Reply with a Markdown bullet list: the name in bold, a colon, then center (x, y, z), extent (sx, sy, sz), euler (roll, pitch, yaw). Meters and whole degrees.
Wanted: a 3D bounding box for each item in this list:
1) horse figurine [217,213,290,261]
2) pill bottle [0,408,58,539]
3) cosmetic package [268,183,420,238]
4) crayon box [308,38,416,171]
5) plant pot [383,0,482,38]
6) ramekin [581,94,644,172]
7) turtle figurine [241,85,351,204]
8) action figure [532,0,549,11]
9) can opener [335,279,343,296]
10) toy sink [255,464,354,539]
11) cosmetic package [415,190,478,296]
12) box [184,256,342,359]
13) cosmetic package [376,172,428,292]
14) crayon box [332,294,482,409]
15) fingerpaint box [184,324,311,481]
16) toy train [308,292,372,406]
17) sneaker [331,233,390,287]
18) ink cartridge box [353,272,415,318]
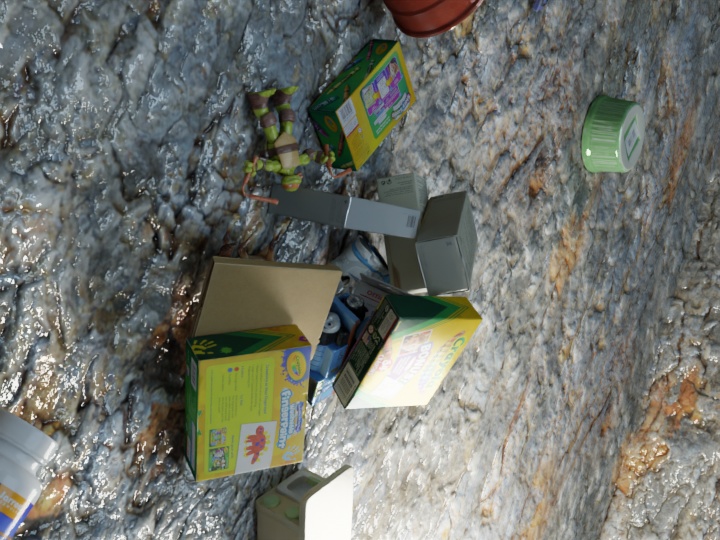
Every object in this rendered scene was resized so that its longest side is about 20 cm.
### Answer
- **horse figurine**: center (-0.161, -0.015, 1.353), extent (0.200, 0.050, 0.133), euler (-2, 119, -63)
- **pill bottle**: center (-0.426, 0.257, 1.019), extent (0.200, 0.112, 0.112), euler (-59, 142, -23)
- **cosmetic package**: center (-0.023, -0.092, 1.445), extent (0.200, 0.150, 0.052), euler (5, 98, -55)
- **crayon box**: center (0.007, -0.271, 1.509), extent (0.200, 0.058, 0.119), euler (-53, 139, -31)
- **plant pot**: center (0.078, -0.500, 1.432), extent (0.195, 0.200, 0.201), euler (32, 74, -46)
- **ramekin**: center (0.653, -0.346, 2.374), extent (0.200, 0.097, 0.201), euler (-23, 119, -50)
- **turtle figurine**: center (-0.107, -0.185, 1.355), extent (0.200, 0.064, 0.162), euler (-16, 99, -36)
- **action figure**: center (0.404, -0.655, 1.950), extent (0.193, 0.105, 0.200), euler (-10, 137, -47)
- **can opener**: center (-0.103, 0.068, 1.463), extent (0.053, 0.066, 0.200), euler (46, 60, -2)
- **toy sink**: center (-0.096, 0.415, 1.548), extent (0.130, 0.112, 0.201), euler (-27, 127, -48)
- **cosmetic package**: center (0.149, -0.049, 1.561), extent (0.200, 0.073, 0.104), euler (-64, 142, -62)
- **box**: center (-0.137, 0.058, 1.328), extent (0.199, 0.021, 0.164), euler (4, 120, -29)
- **cosmetic package**: center (0.084, -0.061, 1.604), extent (0.105, 0.071, 0.201), euler (12, 70, -73)
- **crayon box**: center (0.074, 0.131, 1.468), extent (0.172, 0.058, 0.200), euler (4, 129, -36)
- **fingerpaint box**: center (-0.164, 0.188, 1.330), extent (0.166, 0.073, 0.201), euler (-6, 117, -24)
- **toy train**: center (-0.047, 0.123, 1.484), extent (0.114, 0.087, 0.200), euler (-28, 150, -38)
- **sneaker**: center (0.000, 0.000, 1.596), extent (0.087, 0.075, 0.200), euler (-32, 155, 6)
- **ink cartridge box**: center (0.042, 0.084, 1.570), extent (0.067, 0.117, 0.200), euler (-62, 166, -16)
